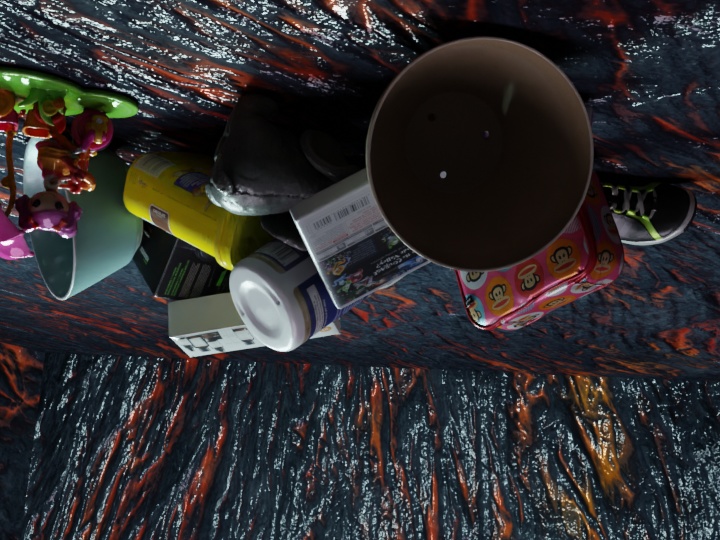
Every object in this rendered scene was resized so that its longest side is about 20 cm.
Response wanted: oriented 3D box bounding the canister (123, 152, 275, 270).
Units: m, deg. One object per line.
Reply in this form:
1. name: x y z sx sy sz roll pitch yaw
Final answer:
1. canister: -0.160 -0.071 1.626 0.199 0.087 0.148 26 -160 38

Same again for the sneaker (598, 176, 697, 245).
1. sneaker: 0.286 -0.072 1.633 0.198 0.073 0.083 0 167 27

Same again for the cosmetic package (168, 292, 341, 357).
1. cosmetic package: -0.129 0.060 1.729 0.198 0.051 0.083 -10 159 10

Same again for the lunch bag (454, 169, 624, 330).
1. lunch bag: 0.190 -0.041 1.591 0.081 0.178 0.199 4 153 -44

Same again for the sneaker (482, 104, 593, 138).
1. sneaker: 0.154 -0.127 1.419 0.088 0.081 0.200 15 163 -15

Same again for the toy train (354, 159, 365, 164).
1. toy train: 0.037 -0.074 1.724 0.198 0.088 0.114 12 162 -23

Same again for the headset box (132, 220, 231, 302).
1. headset box: -0.200 -0.037 1.795 0.198 0.093 0.174 11 -155 -34

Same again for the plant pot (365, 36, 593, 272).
1. plant pot: 0.095 -0.109 1.269 0.198 0.203 0.134 7 -171 -9

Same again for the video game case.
1. video game case: 0.041 -0.055 1.413 0.199 0.023 0.182 -28 147 -2

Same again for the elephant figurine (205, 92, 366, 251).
1. elephant figurine: -0.053 -0.095 1.471 0.198 0.157 0.142 21 157 -11

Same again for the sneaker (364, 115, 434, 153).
1. sneaker: 0.039 -0.130 1.441 0.089 0.076 0.200 -5 166 18

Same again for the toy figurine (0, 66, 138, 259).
1. toy figurine: -0.345 -0.101 1.500 0.198 0.186 0.150 7 170 -13

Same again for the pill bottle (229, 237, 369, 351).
1. pill bottle: -0.037 -0.006 1.550 0.199 0.112 0.111 -34 -167 -32

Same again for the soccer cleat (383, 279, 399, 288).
1. soccer cleat: 0.000 0.000 1.670 0.198 0.069 0.085 -23 159 -5

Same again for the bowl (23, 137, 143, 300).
1. bowl: -0.333 -0.072 1.717 0.104 0.203 0.200 -11 179 -28
